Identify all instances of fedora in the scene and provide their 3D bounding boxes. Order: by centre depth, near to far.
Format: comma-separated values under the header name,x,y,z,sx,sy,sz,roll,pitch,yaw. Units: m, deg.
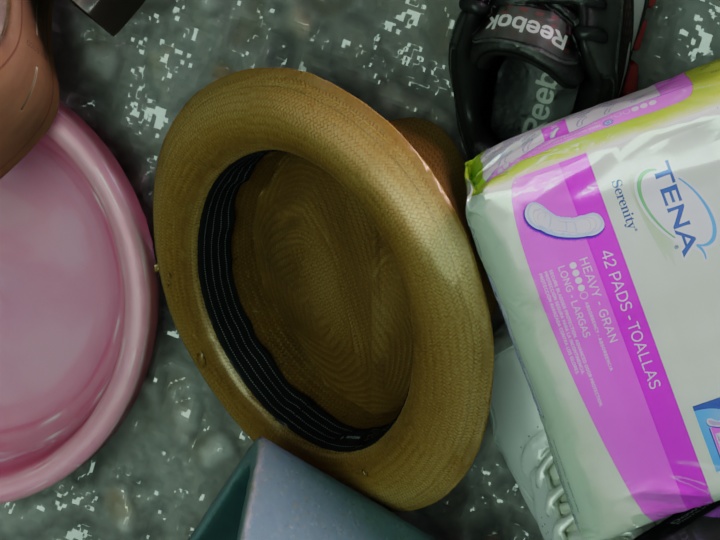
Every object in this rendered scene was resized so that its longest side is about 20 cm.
name,x,y,z,sx,sy,sz,roll,pitch,yaw
fedora,0.000,0.000,0.907,0.200,0.082,0.201,26,132,33

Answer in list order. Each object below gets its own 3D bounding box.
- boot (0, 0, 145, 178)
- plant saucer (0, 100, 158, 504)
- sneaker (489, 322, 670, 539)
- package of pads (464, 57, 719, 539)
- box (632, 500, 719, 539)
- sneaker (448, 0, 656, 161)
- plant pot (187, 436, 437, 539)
name,x,y,z,sx,sy,sz,roll,pitch,yaw
boot,-0.184,-0.118,0.936,0.200,0.070,0.146,-44,65,-11
plant saucer,-0.180,0.005,0.997,0.200,0.051,0.201,3,101,17
sneaker,0.109,0.109,0.899,0.078,0.099,0.200,-32,89,21
package of pads,0.150,-0.005,0.819,0.200,0.068,0.155,-19,104,7
box,0.194,0.137,0.858,0.200,0.036,0.143,-29,91,-14
sneaker,0.082,-0.117,0.870,0.071,0.098,0.201,15,101,16
plant pot,-0.004,0.227,0.895,0.200,0.196,0.196,24,128,-13
